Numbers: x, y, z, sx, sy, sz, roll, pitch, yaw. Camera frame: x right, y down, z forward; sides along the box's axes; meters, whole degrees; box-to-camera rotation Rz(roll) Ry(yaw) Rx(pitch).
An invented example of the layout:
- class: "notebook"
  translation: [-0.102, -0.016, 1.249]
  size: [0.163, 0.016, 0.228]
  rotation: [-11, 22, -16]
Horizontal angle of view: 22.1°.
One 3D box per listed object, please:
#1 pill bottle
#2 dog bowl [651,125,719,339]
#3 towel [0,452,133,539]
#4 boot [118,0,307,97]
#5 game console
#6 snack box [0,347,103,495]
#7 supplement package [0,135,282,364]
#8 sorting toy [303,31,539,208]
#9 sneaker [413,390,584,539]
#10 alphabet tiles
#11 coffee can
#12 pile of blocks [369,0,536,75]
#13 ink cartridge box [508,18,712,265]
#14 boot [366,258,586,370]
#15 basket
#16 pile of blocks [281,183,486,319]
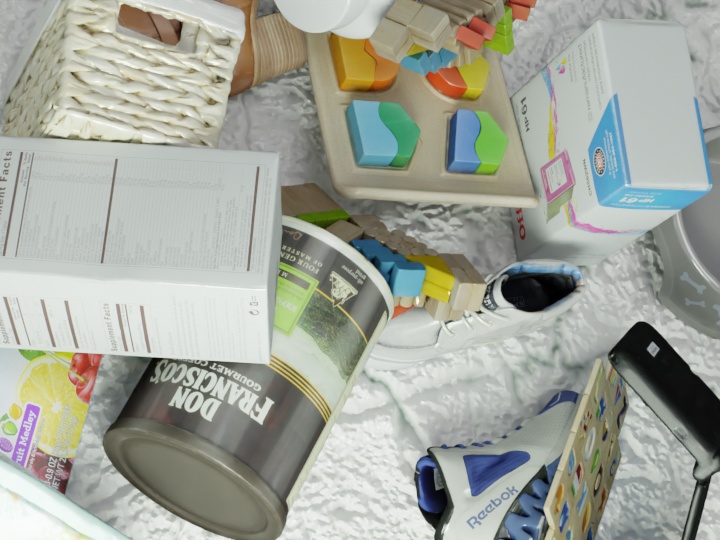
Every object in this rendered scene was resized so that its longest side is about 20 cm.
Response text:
- class: "pill bottle"
  translation: [0.017, -0.251, 1.506]
  size: [0.200, 0.111, 0.111]
  rotation: [-25, 84, -50]
- class: "dog bowl"
  translation: [0.339, -0.040, 1.649]
  size: [0.199, 0.059, 0.201]
  rotation: [8, 69, -23]
- class: "towel"
  translation: [-0.255, 0.220, 1.255]
  size: [0.200, 0.048, 0.172]
  rotation: [37, 85, -16]
- class: "boot"
  translation: [-0.142, -0.234, 1.487]
  size: [0.154, 0.074, 0.201]
  rotation: [-17, 78, -24]
- class: "game console"
  translation: [0.234, 0.148, 1.464]
  size: [0.116, 0.200, 0.176]
  rotation: [-43, 84, 13]
- class: "snack box"
  translation: [-0.293, 0.072, 1.316]
  size: [0.199, 0.068, 0.170]
  rotation: [19, 66, -17]
- class: "supplement package"
  translation: [-0.157, -0.014, 1.270]
  size: [0.199, 0.110, 0.114]
  rotation: [4, 59, 1]
- class: "sorting toy"
  translation: [0.049, -0.139, 1.528]
  size: [0.184, 0.037, 0.201]
  rotation: [2, 55, -25]
- class: "sneaker"
  translation: [0.107, 0.157, 1.456]
  size: [0.115, 0.081, 0.200]
  rotation: [19, 41, 13]
- class: "alphabet tiles"
  translation: [0.178, 0.167, 1.463]
  size: [0.006, 0.167, 0.201]
  rotation: [12, 62, 21]
- class: "coffee can"
  translation: [-0.080, 0.079, 1.366]
  size: [0.146, 0.146, 0.201]
  rotation: [34, 62, -11]
- class: "pile of blocks"
  translation: [0.087, -0.191, 1.492]
  size: [0.062, 0.083, 0.200]
  rotation: [26, 34, 28]
- class: "ink cartridge box"
  translation: [0.196, -0.101, 1.524]
  size: [0.084, 0.200, 0.145]
  rotation: [-1, 73, -21]
- class: "boot"
  translation: [0.085, 0.026, 1.488]
  size: [0.199, 0.096, 0.074]
  rotation: [-13, 78, -27]
- class: "basket"
  translation: [-0.181, -0.111, 1.346]
  size: [0.135, 0.200, 0.124]
  rotation: [14, 63, -20]
- class: "pile of blocks"
  translation: [0.000, 0.000, 1.437]
  size: [0.199, 0.062, 0.082]
  rotation: [26, 29, 22]
